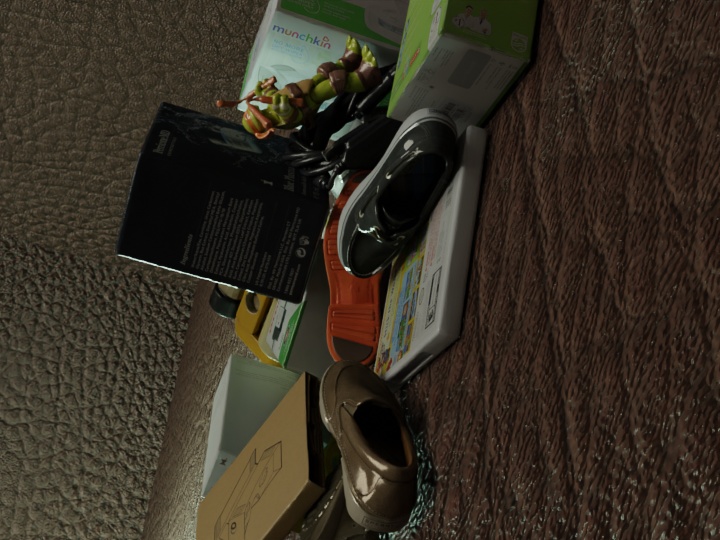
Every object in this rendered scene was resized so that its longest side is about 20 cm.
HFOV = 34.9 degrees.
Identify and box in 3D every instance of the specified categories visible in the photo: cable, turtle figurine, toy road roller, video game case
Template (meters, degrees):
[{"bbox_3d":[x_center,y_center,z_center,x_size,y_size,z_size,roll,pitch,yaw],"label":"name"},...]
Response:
[{"bbox_3d":[0.013,-0.159,1.197,0.200,0.051,0.163,-39,27,-10],"label":"cable"},{"bbox_3d":[-0.058,-0.177,1.180,0.065,0.160,0.200,63,174,-17],"label":"turtle figurine"},{"bbox_3d":[-0.103,0.032,1.599,0.200,0.145,0.124,46,126,34],"label":"toy road roller"},{"bbox_3d":[0.061,-0.004,1.040,0.182,0.023,0.202,129,154,-62],"label":"video game case"}]

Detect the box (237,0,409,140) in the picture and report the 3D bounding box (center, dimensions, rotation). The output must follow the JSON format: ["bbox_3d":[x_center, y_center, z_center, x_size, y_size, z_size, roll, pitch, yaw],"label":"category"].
[{"bbox_3d":[-0.020,-0.243,1.315,0.177,0.198,0.097,125,158,-54],"label":"box"}]

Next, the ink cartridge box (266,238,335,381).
[{"bbox_3d":[-0.043,0.040,1.314,0.200,0.082,0.148,-159,86,-79],"label":"ink cartridge box"}]

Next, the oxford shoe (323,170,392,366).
[{"bbox_3d":[0.000,0.000,1.167,0.073,0.071,0.202,38,-122,-78],"label":"oxford shoe"}]

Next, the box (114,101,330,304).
[{"bbox_3d":[-0.142,-0.077,1.225,0.197,0.198,0.118,-98,24,-67],"label":"box"}]

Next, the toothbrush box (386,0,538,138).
[{"bbox_3d":[0.099,-0.242,1.034,0.146,0.085,0.202,127,156,-61],"label":"toothbrush box"}]

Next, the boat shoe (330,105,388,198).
[{"bbox_3d":[0.010,-0.115,1.334,0.200,0.071,0.066,127,136,-61],"label":"boat shoe"}]

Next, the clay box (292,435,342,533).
[{"bbox_3d":[-0.042,0.193,1.186,0.200,0.047,0.116,-124,52,-76],"label":"clay box"}]

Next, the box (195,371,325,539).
[{"bbox_3d":[-0.097,0.214,1.079,0.200,0.021,0.164,-52,22,22],"label":"box"}]

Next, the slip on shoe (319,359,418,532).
[{"bbox_3d":[0.009,0.129,0.961,0.201,0.075,0.061,-100,23,-59],"label":"slip on shoe"}]

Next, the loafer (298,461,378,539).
[{"bbox_3d":[-0.014,0.229,0.965,0.076,0.068,0.201,-47,11,48],"label":"loafer"}]

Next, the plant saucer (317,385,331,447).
[{"bbox_3d":[-0.068,0.185,1.160,0.200,0.019,0.070,123,162,-48],"label":"plant saucer"}]

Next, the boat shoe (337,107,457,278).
[{"bbox_3d":[0.029,-0.058,1.045,0.057,0.068,0.201,-88,20,-48],"label":"boat shoe"}]

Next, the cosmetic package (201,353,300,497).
[{"bbox_3d":[-0.130,0.203,1.434,0.201,0.112,0.082,-89,20,-59],"label":"cosmetic package"}]

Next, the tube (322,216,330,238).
[{"bbox_3d":[-0.050,0.034,1.463,0.052,0.058,0.202,7,82,35],"label":"tube"}]
